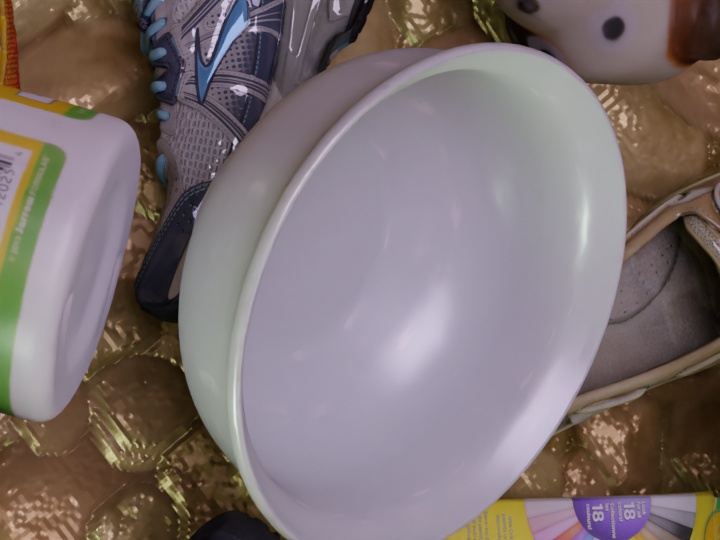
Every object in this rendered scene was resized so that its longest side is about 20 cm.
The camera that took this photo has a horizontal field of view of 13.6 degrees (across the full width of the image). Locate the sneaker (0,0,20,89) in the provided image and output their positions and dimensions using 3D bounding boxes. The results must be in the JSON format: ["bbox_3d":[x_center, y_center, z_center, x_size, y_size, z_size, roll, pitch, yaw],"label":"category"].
[{"bbox_3d":[-0.161,-0.099,1.127,0.073,0.077,0.201,-9,91,-24],"label":"sneaker"}]

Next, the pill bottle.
[{"bbox_3d":[-0.187,-0.025,1.064,0.199,0.111,0.112,16,76,5],"label":"pill bottle"}]

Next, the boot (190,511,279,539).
[{"bbox_3d":[-0.049,0.203,1.056,0.165,0.066,0.200,36,50,6],"label":"boot"}]

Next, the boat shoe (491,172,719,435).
[{"bbox_3d":[0.126,0.011,1.237,0.200,0.063,0.073,-25,93,-23],"label":"boat shoe"}]

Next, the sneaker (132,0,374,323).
[{"bbox_3d":[-0.054,-0.077,1.182,0.086,0.078,0.201,22,77,5],"label":"sneaker"}]

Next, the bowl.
[{"bbox_3d":[0.000,0.000,1.112,0.201,0.090,0.202,-24,126,-38],"label":"bowl"}]

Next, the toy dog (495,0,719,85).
[{"bbox_3d":[0.100,-0.174,1.229,0.194,0.139,0.201,19,72,-54],"label":"toy dog"}]

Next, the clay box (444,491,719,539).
[{"bbox_3d":[0.072,0.148,1.206,0.199,0.048,0.116,1,84,-23],"label":"clay box"}]
